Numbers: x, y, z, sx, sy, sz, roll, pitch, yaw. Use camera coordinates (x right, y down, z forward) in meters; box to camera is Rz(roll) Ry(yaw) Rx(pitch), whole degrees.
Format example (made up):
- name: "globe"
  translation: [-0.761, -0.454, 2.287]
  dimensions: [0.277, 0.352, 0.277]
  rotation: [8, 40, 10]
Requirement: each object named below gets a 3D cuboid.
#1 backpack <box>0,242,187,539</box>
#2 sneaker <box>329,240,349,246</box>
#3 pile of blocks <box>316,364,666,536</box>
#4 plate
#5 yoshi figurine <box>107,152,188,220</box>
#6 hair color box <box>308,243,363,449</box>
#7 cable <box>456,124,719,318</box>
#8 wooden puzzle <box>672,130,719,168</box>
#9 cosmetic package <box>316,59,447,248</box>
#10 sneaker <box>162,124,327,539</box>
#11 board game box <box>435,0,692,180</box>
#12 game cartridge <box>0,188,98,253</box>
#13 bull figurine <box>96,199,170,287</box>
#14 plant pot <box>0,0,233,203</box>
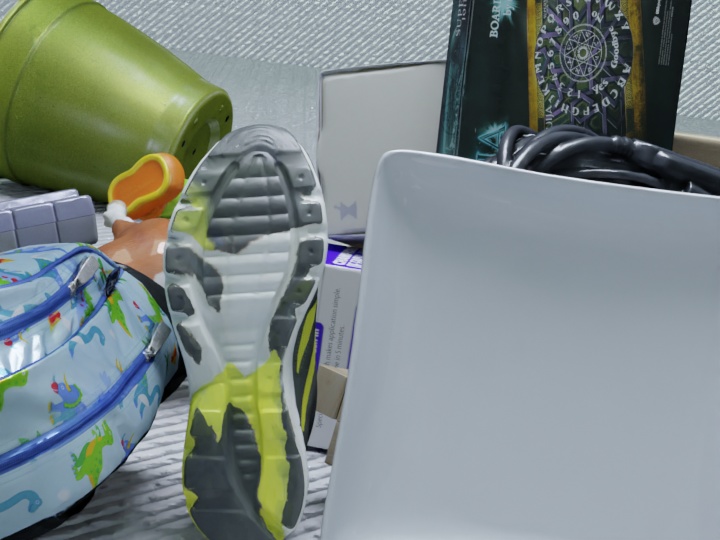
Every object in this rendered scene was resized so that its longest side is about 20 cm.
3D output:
- name: "backpack"
  translation: [-0.169, 0.057, 0.624]
  dimensions: [0.163, 0.154, 0.200]
  rotation: [-12, 27, 7]
- name: "sneaker"
  translation: [-0.013, -0.002, 0.920]
  dimensions: [0.073, 0.071, 0.200]
  rotation: [33, 35, -26]
- name: "pile of blocks"
  translation: [0.067, 0.106, 0.719]
  dimensions: [0.200, 0.062, 0.082]
  rotation: [18, 3, 7]
- name: "plate"
  translation: [0.092, 0.055, 0.656]
  dimensions: [0.199, 0.200, 0.032]
  rotation: [8, -2, 2]
- name: "yoshi figurine"
  translation: [-0.078, -0.019, 0.986]
  dimensions: [0.112, 0.112, 0.200]
  rotation: [32, 5, 31]
- name: "hair color box"
  translation: [0.036, 0.052, 0.801]
  dimensions: [0.200, 0.109, 0.065]
  rotation: [10, 14, 7]
- name: "cable"
  translation: [0.128, 0.008, 0.727]
  dimensions: [0.200, 0.163, 0.051]
  rotation: [16, -9, -19]
- name: "wooden puzzle"
  translation: [0.175, 0.013, 0.844]
  dimensions: [0.185, 0.200, 0.037]
  rotation: [8, 16, 1]
- name: "cosmetic package"
  translation: [0.053, -0.058, 0.879]
  dimensions: [0.087, 0.103, 0.200]
  rotation: [-3, -6, 24]
- name: "sneaker"
  translation: [-0.056, 0.030, 0.676]
  dimensions: [0.074, 0.200, 0.085]
  rotation: [5, 3, 0]
- name: "board game box"
  translation: [0.109, -0.090, 0.764]
  dimensions: [0.135, 0.200, 0.028]
  rotation: [4, 7, -20]
- name: "game cartridge"
  translation: [-0.229, -0.018, 0.781]
  dimensions: [0.130, 0.038, 0.200]
  rotation: [-8, 4, -22]
- name: "bull figurine"
  translation: [-0.145, 0.011, 0.832]
  dimensions: [0.200, 0.065, 0.121]
  rotation: [-32, 26, -26]
- name: "plant pot"
  translation: [-0.233, -0.144, 1.325]
  dimensions: [0.193, 0.201, 0.200]
  rotation: [24, 18, 14]
